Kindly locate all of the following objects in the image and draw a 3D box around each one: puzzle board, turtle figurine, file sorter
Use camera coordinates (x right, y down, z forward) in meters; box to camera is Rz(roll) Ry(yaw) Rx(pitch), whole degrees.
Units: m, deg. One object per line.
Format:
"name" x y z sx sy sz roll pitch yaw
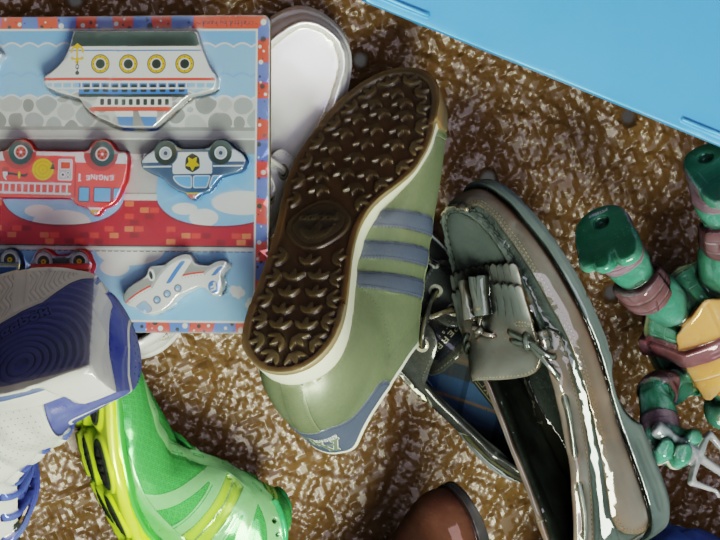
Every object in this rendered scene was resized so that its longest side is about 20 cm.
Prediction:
"puzzle board" -0.142 -0.046 1.194 0.198 0.017 0.152 0 91 7
"turtle figurine" 0.184 0.036 1.270 0.150 0.101 0.201 -42 128 -16
"file sorter" 0.101 -0.163 1.228 0.199 0.123 0.140 20 92 -16

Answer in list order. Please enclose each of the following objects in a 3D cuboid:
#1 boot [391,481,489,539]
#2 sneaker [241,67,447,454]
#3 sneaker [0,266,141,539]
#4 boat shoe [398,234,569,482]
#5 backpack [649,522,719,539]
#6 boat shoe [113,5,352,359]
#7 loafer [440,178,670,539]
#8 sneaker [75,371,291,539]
"boot" -0.040 0.193 1.222 0.199 0.069 0.189 -5 133 -33
"sneaker" 0.000 0.000 1.211 0.067 0.201 0.090 3 138 23
"sneaker" -0.177 0.077 1.196 0.198 0.081 0.115 -21 132 24
"boat shoe" 0.043 0.033 1.274 0.069 0.057 0.200 -45 105 -4
"backpack" 0.188 0.222 1.288 0.168 0.162 0.200 -38 93 -11
"boat shoe" -0.064 -0.040 1.229 0.071 0.069 0.201 32 88 -10
"loafer" 0.087 0.055 1.224 0.063 0.072 0.201 -31 99 -28
"sneaker" -0.082 0.118 1.250 0.083 0.074 0.201 -32 115 -12
